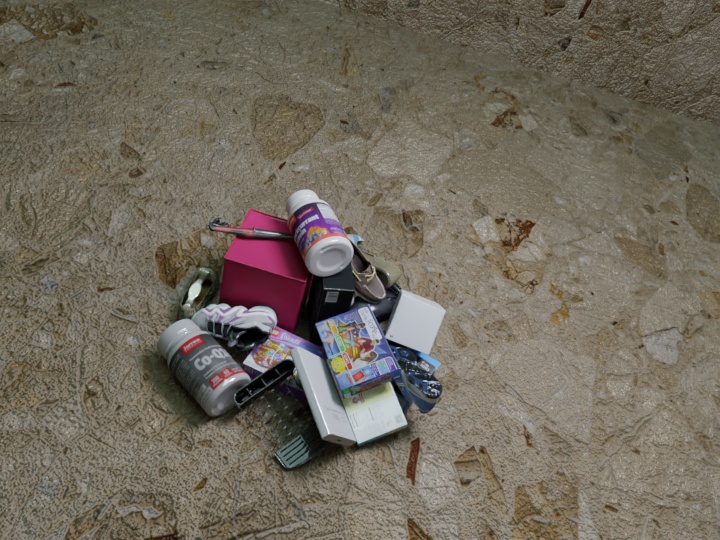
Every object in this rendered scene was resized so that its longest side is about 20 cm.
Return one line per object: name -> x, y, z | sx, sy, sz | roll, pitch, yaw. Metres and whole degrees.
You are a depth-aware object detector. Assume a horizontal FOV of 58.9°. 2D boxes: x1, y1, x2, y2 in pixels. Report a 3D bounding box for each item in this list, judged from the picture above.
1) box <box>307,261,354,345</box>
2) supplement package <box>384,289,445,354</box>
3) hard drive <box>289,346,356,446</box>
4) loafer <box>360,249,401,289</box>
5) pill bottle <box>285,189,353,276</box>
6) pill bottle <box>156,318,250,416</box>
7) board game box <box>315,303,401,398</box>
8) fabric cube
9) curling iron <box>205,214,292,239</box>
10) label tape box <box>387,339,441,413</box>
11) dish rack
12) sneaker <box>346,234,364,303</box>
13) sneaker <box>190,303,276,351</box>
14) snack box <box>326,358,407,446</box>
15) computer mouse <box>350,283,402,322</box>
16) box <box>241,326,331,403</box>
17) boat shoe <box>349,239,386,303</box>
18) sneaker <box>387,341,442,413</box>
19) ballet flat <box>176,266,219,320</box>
box -> -0.074, 0.064, 1.528 | 0.079, 0.200, 0.141 | 3, 45, -15
supplement package -> 0.128, 0.120, 1.532 | 0.109, 0.114, 0.200 | 21, 3, 2
hard drive -> -0.078, 0.265, 1.337 | 0.026, 0.132, 0.200 | -32, 59, 11
loafer -> 0.032, -0.005, 1.709 | 0.068, 0.076, 0.200 | -12, 30, -37
pill bottle -> -0.102, -0.092, 1.452 | 0.111, 0.112, 0.200 | -7, 47, -25
pill bottle -> -0.337, 0.202, 1.357 | 0.200, 0.114, 0.114 | 41, 47, 23
board game box -> -0.008, 0.173, 1.404 | 0.135, 0.035, 0.200 | -19, 45, -7
fabric cube -> -0.216, 0.005, 1.543 | 0.196, 0.200, 0.200 | 17, 42, 0
curling iron -> -0.254, -0.095, 1.468 | 0.199, 0.026, 0.050 | 8, 46, -11
label tape box -> 0.097, 0.228, 1.518 | 0.143, 0.066, 0.200 | 32, 46, 15
dish rack -> -0.152, 0.303, 1.332 | 0.153, 0.055, 0.200 | -33, 70, -27
sneaker -> -0.021, -0.003, 1.643 | 0.072, 0.072, 0.201 | 3, 66, -4
sneaker -> -0.293, 0.134, 1.424 | 0.199, 0.078, 0.140 | -5, 24, 2
snack box -> 0.012, 0.270, 1.404 | 0.116, 0.037, 0.200 | -19, 67, -8
computer mouse -> 0.049, 0.082, 1.663 | 0.200, 0.053, 0.139 | -19, 55, -33
box -> -0.152, 0.218, 1.461 | 0.200, 0.039, 0.137 | 24, 43, 7
boat shoe -> 0.000, 0.000, 1.585 | 0.200, 0.059, 0.072 | 51, 51, -14
sneaker -> 0.098, 0.235, 1.413 | 0.076, 0.077, 0.200 | -12, 41, -29
ballet flat -> -0.386, 0.042, 1.536 | 0.068, 0.075, 0.200 | 16, 42, -2
